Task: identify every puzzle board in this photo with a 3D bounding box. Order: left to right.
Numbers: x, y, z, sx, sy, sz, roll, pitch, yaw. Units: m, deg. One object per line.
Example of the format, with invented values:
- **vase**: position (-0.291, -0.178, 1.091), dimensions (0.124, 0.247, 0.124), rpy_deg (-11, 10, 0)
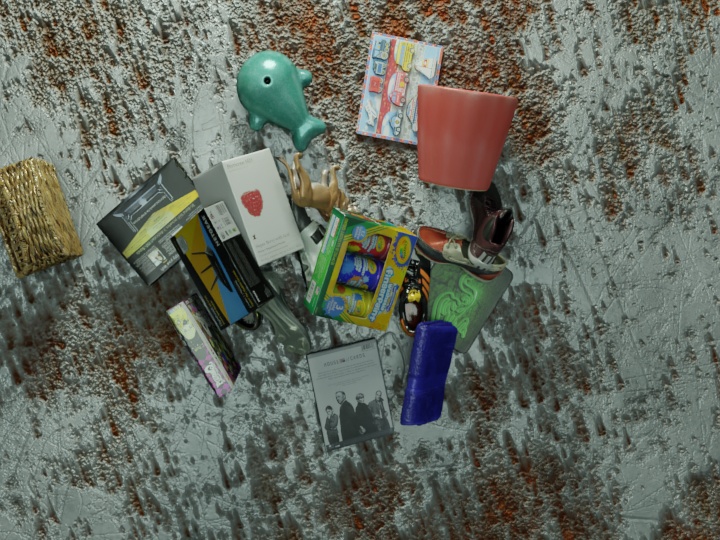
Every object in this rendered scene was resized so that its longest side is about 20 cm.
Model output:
- **puzzle board**: position (0.079, -0.363, 1.477), dimensions (0.148, 0.017, 0.204), rpy_deg (9, 94, -4)

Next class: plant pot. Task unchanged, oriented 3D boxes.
- **plant pot**: position (0.193, -0.253, 1.414), dimensions (0.196, 0.201, 0.181), rpy_deg (7, 103, -4)

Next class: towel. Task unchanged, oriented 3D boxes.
- **towel**: position (0.139, 0.203, 1.456), dimensions (0.049, 0.147, 0.204), rpy_deg (11, 96, 27)

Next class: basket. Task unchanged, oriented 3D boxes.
- **basket**: position (-0.640, -0.095, 1.389), dimensions (0.146, 0.143, 0.204), rpy_deg (-17, 95, -3)

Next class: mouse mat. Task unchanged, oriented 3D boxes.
- **mouse mat**: position (0.204, 0.049, 1.518), dimensions (0.159, 0.008, 0.202), rpy_deg (32, 92, -5)

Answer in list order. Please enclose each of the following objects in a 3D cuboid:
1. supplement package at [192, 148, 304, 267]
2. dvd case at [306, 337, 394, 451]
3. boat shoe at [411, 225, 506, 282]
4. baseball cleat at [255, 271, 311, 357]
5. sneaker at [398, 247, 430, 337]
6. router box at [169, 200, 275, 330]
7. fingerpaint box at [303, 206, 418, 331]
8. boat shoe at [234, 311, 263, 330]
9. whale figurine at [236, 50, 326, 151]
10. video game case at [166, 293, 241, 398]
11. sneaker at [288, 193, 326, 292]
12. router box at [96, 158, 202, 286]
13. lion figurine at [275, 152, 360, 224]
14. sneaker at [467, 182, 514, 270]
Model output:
- **supplement package**: position (-0.214, -0.110, 1.403), dimensions (0.120, 0.119, 0.203), rpy_deg (-25, 97, -41)
- **dvd case**: position (-0.020, 0.252, 1.500), dimensions (0.147, 0.025, 0.204), rpy_deg (-12, 95, -9)
- **boat shoe**: position (0.196, -0.041, 1.467), dimensions (0.197, 0.063, 0.072), rpy_deg (26, 61, -7)
- **baseball cleat**: position (-0.154, 0.076, 1.467), dimensions (0.069, 0.107, 0.201), rpy_deg (-17, 126, 26)
- **sneaker**: position (0.109, 0.032, 1.465), dimensions (0.068, 0.090, 0.205), rpy_deg (-1, 91, 1)
- **router box**: position (-0.257, -0.006, 1.362), dimensions (0.051, 0.148, 0.202), rpy_deg (-29, 90, -44)
- **fingerpaint box**: position (0.000, 0.000, 1.431), dimensions (0.164, 0.073, 0.203), rpy_deg (15, 101, -25)
- **boat shoe**: position (-0.268, 0.037, 1.461), dimensions (0.072, 0.061, 0.201), rpy_deg (-43, 95, 1)
- **whale figurine**: position (-0.153, -0.329, 1.421), dimensions (0.158, 0.104, 0.201), rpy_deg (-40, 95, 0)
- **video game case**: position (-0.293, 0.136, 1.398), dimensions (0.035, 0.200, 0.183), rpy_deg (-30, 95, -2)
- **sneaker**: position (-0.090, -0.061, 1.465), dimensions (0.087, 0.074, 0.204), rpy_deg (-16, 103, -8)
- **router box**: position (-0.390, -0.095, 1.449), dimensions (0.199, 0.052, 0.158), rpy_deg (-39, 96, 0)
- **lion figurine**: position (-0.086, -0.147, 1.422), dimensions (0.198, 0.072, 0.125), rpy_deg (7, 79, -43)
- **sneaker**: position (0.264, -0.108, 1.421), dimensions (0.074, 0.116, 0.203), rpy_deg (14, 60, -13)
